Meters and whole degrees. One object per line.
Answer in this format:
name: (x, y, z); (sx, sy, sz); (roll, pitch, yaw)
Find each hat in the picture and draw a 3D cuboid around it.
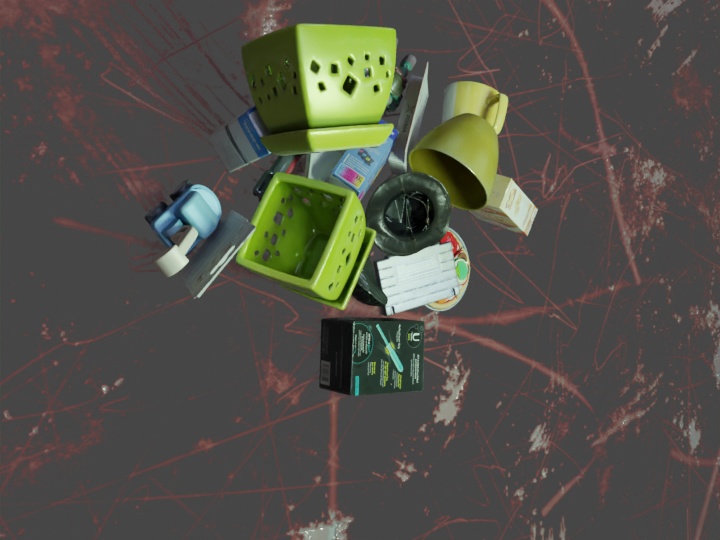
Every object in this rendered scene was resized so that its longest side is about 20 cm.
hat: (0.103, -0.136, 1.558); (0.194, 0.081, 0.206); (-2, 114, -3)

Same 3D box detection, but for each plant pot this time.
plant pot: (-0.092, -0.047, 1.352); (0.205, 0.195, 0.181); (-66, 149, -12)
plant pot: (-0.064, -0.289, 1.142); (0.196, 0.197, 0.188); (-12, 101, -34)
plant pot: (0.221, -0.250, 1.499); (0.200, 0.198, 0.144); (43, 72, -27)

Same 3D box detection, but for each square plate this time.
square plate: (-0.054, -0.277, 1.417); (0.028, 0.200, 0.201); (31, 56, 14)

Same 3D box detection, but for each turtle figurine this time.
turtle figurine: (0.059, -0.417, 1.537); (0.150, 0.098, 0.204); (51, 50, -40)

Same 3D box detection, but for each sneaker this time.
sneaker: (0.000, 0.000, 1.507); (0.200, 0.075, 0.092); (46, 62, -27)

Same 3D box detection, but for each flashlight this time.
flashlight: (-0.141, -0.219, 1.414); (0.067, 0.068, 0.203); (31, 74, -3)

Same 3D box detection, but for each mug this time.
mug: (0.253, -0.344, 1.627); (0.145, 0.187, 0.158); (15, 81, 4)

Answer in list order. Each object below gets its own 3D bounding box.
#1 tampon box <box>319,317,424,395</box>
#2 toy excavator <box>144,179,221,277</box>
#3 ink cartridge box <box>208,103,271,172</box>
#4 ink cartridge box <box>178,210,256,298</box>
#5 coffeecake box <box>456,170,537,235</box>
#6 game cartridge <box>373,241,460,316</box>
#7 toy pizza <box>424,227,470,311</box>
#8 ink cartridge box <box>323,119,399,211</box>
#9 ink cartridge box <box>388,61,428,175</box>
tampon box: (0.026, 0.180, 1.489); (0.196, 0.125, 0.155); (4, 88, -36)
toy excavator: (-0.306, -0.072, 1.208); (0.195, 0.198, 0.101); (-49, 114, -25)
ink cartridge box: (-0.180, -0.271, 1.301); (0.146, 0.198, 0.086); (-41, 109, -28)
ink cartridge box: (-0.245, -0.020, 1.230); (0.050, 0.199, 0.162); (42, 84, -26)
coffeecake box: (0.312, -0.167, 1.639); (0.199, 0.151, 0.075); (27, 87, -55)
game cartridge: (0.130, 0.015, 1.599); (0.195, 0.038, 0.134); (-14, 94, -19)
toy pizza: (0.198, -0.006, 1.672); (0.196, 0.031, 0.207); (0, 89, -36)
ink cartridge box: (0.007, -0.230, 1.464); (0.075, 0.137, 0.203); (31, 68, 0)
ink cartridge box: (0.106, -0.331, 1.527); (0.043, 0.176, 0.206); (14, 82, 8)
